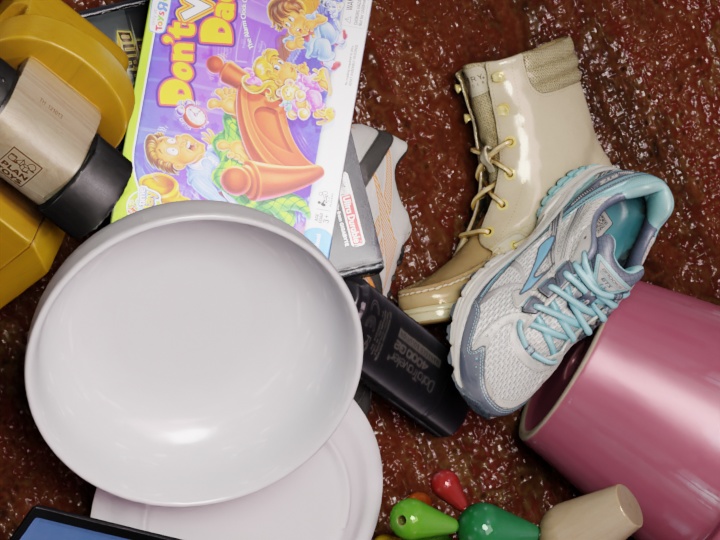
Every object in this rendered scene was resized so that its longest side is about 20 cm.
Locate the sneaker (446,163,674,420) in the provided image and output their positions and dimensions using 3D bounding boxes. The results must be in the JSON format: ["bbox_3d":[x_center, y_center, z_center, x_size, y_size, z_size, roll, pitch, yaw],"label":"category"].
[{"bbox_3d":[0.129,0.008,1.685,0.078,0.086,0.200,45,64,-25],"label":"sneaker"}]

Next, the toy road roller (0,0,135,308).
[{"bbox_3d":[-0.215,-0.078,1.575,0.123,0.200,0.146,38,41,-20],"label":"toy road roller"}]

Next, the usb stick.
[{"bbox_3d":[0.024,0.057,1.685,0.200,0.032,0.056,39,68,-60],"label":"usb stick"}]

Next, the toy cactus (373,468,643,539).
[{"bbox_3d":[0.109,0.184,1.720,0.200,0.165,0.103,46,27,-27],"label":"toy cactus"}]

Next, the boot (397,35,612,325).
[{"bbox_3d":[0.087,-0.059,1.753,0.199,0.073,0.156,-25,102,-29],"label":"boot"}]

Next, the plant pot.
[{"bbox_3d":[0.212,0.099,1.758,0.178,0.200,0.201,30,75,-5],"label":"plant pot"}]

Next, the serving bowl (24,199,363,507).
[{"bbox_3d":[-0.102,0.040,1.562,0.199,0.066,0.201,-6,122,-10],"label":"serving bowl"}]

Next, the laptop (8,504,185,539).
[{"bbox_3d":[-0.157,0.257,1.611,0.176,0.103,0.201,17,81,-24],"label":"laptop"}]

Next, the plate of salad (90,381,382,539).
[{"bbox_3d":[-0.080,0.147,1.673,0.199,0.048,0.201,-9,112,-23],"label":"plate of salad"}]

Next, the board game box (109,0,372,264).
[{"bbox_3d":[-0.071,-0.107,1.609,0.134,0.045,0.201,10,82,-5],"label":"board game box"}]

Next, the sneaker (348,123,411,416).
[{"bbox_3d":[0.000,0.000,1.714,0.080,0.074,0.201,0,89,-28],"label":"sneaker"}]

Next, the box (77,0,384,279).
[{"bbox_3d":[-0.085,-0.077,1.650,0.158,0.046,0.201,-13,84,-7],"label":"box"}]
